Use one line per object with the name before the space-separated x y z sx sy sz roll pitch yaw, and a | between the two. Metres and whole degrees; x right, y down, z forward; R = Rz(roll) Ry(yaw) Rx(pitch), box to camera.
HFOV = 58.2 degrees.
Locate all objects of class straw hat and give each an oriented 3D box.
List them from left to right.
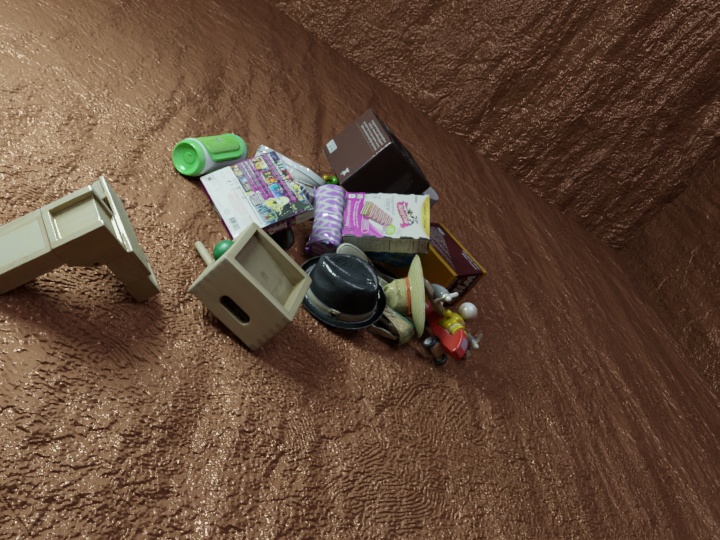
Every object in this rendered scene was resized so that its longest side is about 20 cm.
straw hat | 0.091 0.063 1.478 0.085 0.202 0.201 -2 34 -3

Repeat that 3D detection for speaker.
speaker | -0.338 -0.265 1.476 0.088 0.088 0.200 42 25 6

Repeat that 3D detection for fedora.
fedora | -0.031 0.023 1.342 0.200 0.092 0.201 11 49 -13

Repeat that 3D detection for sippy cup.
sippy cup | 0.072 -0.074 1.607 0.130 0.178 0.140 -1 60 -57

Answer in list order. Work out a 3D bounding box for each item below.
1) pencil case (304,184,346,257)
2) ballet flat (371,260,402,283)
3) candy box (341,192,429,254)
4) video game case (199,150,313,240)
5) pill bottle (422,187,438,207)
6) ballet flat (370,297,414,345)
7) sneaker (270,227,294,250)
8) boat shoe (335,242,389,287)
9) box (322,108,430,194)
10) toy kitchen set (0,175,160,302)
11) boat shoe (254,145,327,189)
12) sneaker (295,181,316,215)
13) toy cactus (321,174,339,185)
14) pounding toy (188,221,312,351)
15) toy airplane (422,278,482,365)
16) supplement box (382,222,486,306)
pencil case | -0.080 -0.113 1.532 0.085 0.084 0.200 4 51 2
ballet flat | 0.042 -0.002 1.605 0.200 0.046 0.067 36 25 -9
candy box | 0.061 -0.111 1.503 0.199 0.061 0.137 2 55 2
video game case | -0.224 -0.158 1.393 0.181 0.036 0.200 -25 58 -17
pill bottle | 0.116 -0.150 1.764 0.109 0.200 0.110 31 26 -18
ballet flat | 0.029 0.092 1.428 0.200 0.071 0.071 40 25 4
sneaker | -0.184 -0.125 1.466 0.114 0.076 0.200 -2 42 -46
boat shoe | 0.000 0.000 1.500 0.200 0.067 0.057 46 0 -36
box | 0.041 -0.263 1.652 0.200 0.164 0.166 39 20 -45
toy kitchen set | -0.441 -0.037 0.984 0.163 0.180 0.200 59 -8 29
boat shoe | -0.186 -0.248 1.676 0.200 0.070 0.071 27 -2 -16
sneaker | -0.150 -0.180 1.633 0.200 0.075 0.082 25 11 -37
toy cactus | -0.035 -0.201 1.789 0.165 0.102 0.200 51 15 0
pounding toy | -0.216 0.016 1.161 0.200 0.142 0.184 46 24 -13
toy airplane | 0.207 0.115 1.524 0.200 0.141 0.200 64 10 14
supplement box | 0.192 -0.015 1.728 0.197 0.133 0.200 51 28 22
